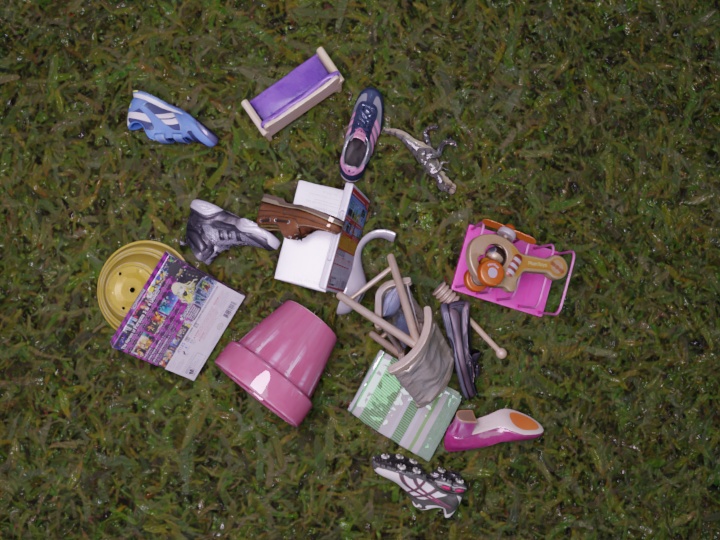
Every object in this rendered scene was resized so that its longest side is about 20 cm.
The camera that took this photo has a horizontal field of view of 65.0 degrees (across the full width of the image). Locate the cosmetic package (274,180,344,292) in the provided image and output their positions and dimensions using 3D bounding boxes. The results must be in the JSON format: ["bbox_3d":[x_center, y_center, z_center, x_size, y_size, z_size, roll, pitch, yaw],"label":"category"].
[{"bbox_3d":[-0.093,-0.065,1.132,0.111,0.081,0.203,12,87,0],"label":"cosmetic package"}]

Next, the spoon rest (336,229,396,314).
[{"bbox_3d":[0.000,0.000,1.136,0.060,0.100,0.201,29,73,8],"label":"spoon rest"}]

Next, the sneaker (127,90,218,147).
[{"bbox_3d":[-0.379,-0.286,1.139,0.198,0.074,0.083,26,89,7],"label":"sneaker"}]

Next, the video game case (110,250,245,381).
[{"bbox_3d":[-0.349,0.092,1.097,0.180,0.036,0.202,33,87,-35],"label":"video game case"}]

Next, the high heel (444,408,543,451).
[{"bbox_3d":[0.270,0.338,1.151,0.197,0.068,0.097,5,122,-16],"label":"high heel"}]

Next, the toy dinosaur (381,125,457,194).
[{"bbox_3d":[0.142,-0.251,1.167,0.088,0.047,0.200,-44,86,4],"label":"toy dinosaur"}]

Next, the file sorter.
[{"bbox_3d":[0.302,-0.002,1.121,0.197,0.125,0.141,17,87,-1],"label":"file sorter"}]

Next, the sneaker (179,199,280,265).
[{"bbox_3d":[-0.265,-0.056,1.133,0.198,0.075,0.115,24,88,5],"label":"sneaker"}]

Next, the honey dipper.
[{"bbox_3d":[0.230,0.105,1.161,0.200,0.038,0.038,44,87,-2],"label":"honey dipper"}]

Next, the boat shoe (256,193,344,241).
[{"bbox_3d":[-0.113,-0.086,1.046,0.198,0.072,0.069,19,89,38],"label":"boat shoe"}]

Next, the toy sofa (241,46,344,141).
[{"bbox_3d":[-0.135,-0.356,1.135,0.199,0.098,0.083,-35,90,-2],"label":"toy sofa"}]

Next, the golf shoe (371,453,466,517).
[{"bbox_3d":[0.110,0.429,1.126,0.197,0.077,0.089,19,95,-1],"label":"golf shoe"}]

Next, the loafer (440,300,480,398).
[{"bbox_3d":[0.211,0.157,1.127,0.062,0.072,0.203,-15,98,10],"label":"loafer"}]

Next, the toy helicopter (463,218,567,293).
[{"bbox_3d":[0.286,-0.024,1.035,0.197,0.079,0.134,7,77,-12],"label":"toy helicopter"}]

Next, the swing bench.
[{"bbox_3d":[0.083,0.116,1.037,0.129,0.199,0.201,-36,55,-2],"label":"swing bench"}]

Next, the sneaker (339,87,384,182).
[{"bbox_3d":[0.007,-0.281,1.143,0.069,0.082,0.203,12,87,-1],"label":"sneaker"}]

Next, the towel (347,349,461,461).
[{"bbox_3d":[0.091,0.273,1.157,0.198,0.023,0.154,30,88,-2],"label":"towel"}]

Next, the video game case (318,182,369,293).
[{"bbox_3d":[-0.029,-0.056,1.105,0.017,0.143,0.203,14,87,15],"label":"video game case"}]

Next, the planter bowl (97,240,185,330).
[{"bbox_3d":[-0.438,0.039,1.117,0.197,0.083,0.204,0,88,-1],"label":"planter bowl"}]

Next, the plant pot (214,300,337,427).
[{"bbox_3d":[-0.145,0.166,1.078,0.199,0.200,0.180,38,72,0],"label":"plant pot"}]
